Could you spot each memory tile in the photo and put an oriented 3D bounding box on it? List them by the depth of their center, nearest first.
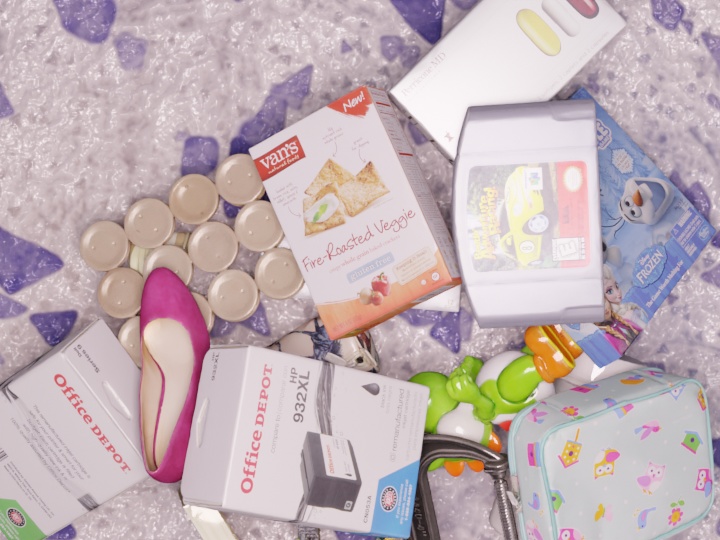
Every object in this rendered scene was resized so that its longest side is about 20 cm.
[{"bbox_3d":[-0.162,-0.011,1.449,0.199,0.017,0.154,-25,82,5],"label":"memory tile"}]

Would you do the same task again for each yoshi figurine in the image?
[{"bbox_3d":[0.110,0.108,1.440,0.112,0.112,0.200,30,118,-35],"label":"yoshi figurine"}]

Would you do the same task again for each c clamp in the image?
[{"bbox_3d":[0.120,0.242,1.431,0.170,0.027,0.201,-8,108,31],"label":"c clamp"}]

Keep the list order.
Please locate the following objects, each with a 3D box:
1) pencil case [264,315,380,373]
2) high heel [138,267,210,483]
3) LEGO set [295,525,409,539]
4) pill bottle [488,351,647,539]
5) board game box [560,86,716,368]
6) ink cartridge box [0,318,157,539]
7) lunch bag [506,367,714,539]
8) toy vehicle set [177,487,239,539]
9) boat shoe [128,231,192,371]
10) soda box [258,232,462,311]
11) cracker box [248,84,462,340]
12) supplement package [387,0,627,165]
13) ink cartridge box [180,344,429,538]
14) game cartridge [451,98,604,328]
[{"bbox_3d":[-0.079,0.109,1.482,0.199,0.089,0.078,-29,101,2],"label":"pencil case"},{"bbox_3d":[-0.183,0.094,1.382,0.067,0.096,0.201,-6,84,16],"label":"high heel"},{"bbox_3d":[-0.012,0.223,1.478,0.153,0.116,0.201,6,95,0],"label":"LEGO set"},{"bbox_3d":[0.208,0.173,1.476,0.114,0.114,0.201,18,94,-1],"label":"pill bottle"},{"bbox_3d":[0.220,-0.045,1.439,0.199,0.043,0.200,46,56,-3],"label":"board game box"},{"bbox_3d":[-0.289,0.160,1.449,0.200,0.084,0.146,-31,100,29],"label":"ink cartridge box"},{"bbox_3d":[0.228,0.185,1.378,0.199,0.077,0.161,-16,107,-25],"label":"lunch bag"},{"bbox_3d":[-0.114,0.300,1.481,0.026,0.124,0.200,-32,94,-8],"label":"toy vehicle set"},{"bbox_3d":[-0.191,0.063,1.490,0.063,0.073,0.202,-2,87,5],"label":"boat shoe"},{"bbox_3d":[0.000,0.000,1.484,0.199,0.068,0.064,4,92,0],"label":"soda box"},{"bbox_3d":[-0.003,-0.053,1.402,0.134,0.058,0.201,-27,81,20],"label":"cracker box"},{"bbox_3d":[0.133,-0.197,1.424,0.200,0.156,0.111,-45,93,4],"label":"supplement package"},{"bbox_3d":[-0.047,0.157,1.368,0.199,0.084,0.146,15,78,-31],"label":"ink cartridge box"},{"bbox_3d":[0.148,-0.049,1.345,0.132,0.041,0.201,-3,97,6],"label":"game cartridge"}]
